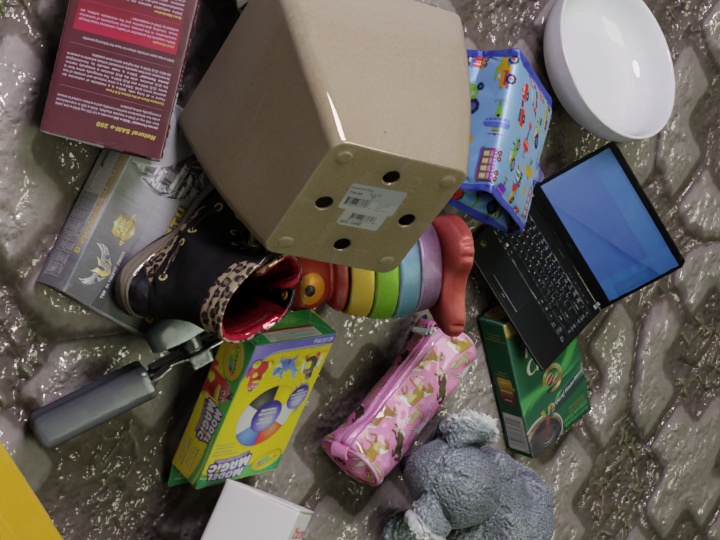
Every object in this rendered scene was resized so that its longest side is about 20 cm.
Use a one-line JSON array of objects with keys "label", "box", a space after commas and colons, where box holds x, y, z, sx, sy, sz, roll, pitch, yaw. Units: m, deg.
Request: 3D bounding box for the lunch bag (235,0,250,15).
[{"label": "lunch bag", "box": [-0.036, -0.262, 1.418, 0.117, 0.165, 0.200, -25, 143, 15]}]

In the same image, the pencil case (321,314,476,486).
[{"label": "pencil case", "box": [0.043, 0.143, 1.680, 0.087, 0.083, 0.200, 45, 69, -16]}]

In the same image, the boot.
[{"label": "boot", "box": [-0.107, -0.015, 1.368, 0.200, 0.150, 0.073, -40, 127, -28]}]

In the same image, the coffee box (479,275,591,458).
[{"label": "coffee box", "box": [0.214, 0.114, 1.862, 0.123, 0.044, 0.201, -34, 123, -33]}]

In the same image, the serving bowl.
[{"label": "serving bowl", "box": [0.278, -0.239, 1.784, 0.199, 0.066, 0.201, 15, 66, -39]}]

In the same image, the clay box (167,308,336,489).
[{"label": "clay box", "box": [-0.109, 0.136, 1.503, 0.115, 0.048, 0.201, -8, 128, -48]}]

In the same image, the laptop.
[{"label": "laptop", "box": [0.251, -0.016, 1.780, 0.200, 0.103, 0.178, -41, 104, -34]}]

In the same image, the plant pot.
[{"label": "plant pot", "box": [-0.017, -0.113, 1.328, 0.199, 0.178, 0.200, 11, 135, -32]}]

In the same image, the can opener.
[{"label": "can opener", "box": [-0.214, 0.089, 1.400, 0.199, 0.053, 0.067, -26, 102, -13]}]

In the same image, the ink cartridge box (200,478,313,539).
[{"label": "ink cartridge box", "box": [-0.128, 0.314, 1.516, 0.145, 0.084, 0.201, 76, 38, -80]}]

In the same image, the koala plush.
[{"label": "koala plush", "box": [0.113, 0.239, 1.671, 0.178, 0.183, 0.200, -60, 152, -15]}]

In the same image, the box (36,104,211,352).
[{"label": "box", "box": [-0.188, -0.043, 1.424, 0.158, 0.048, 0.201, 35, 77, -44]}]

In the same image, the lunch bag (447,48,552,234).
[{"label": "lunch bag", "box": [0.153, -0.130, 1.622, 0.200, 0.094, 0.151, 27, 73, -58]}]

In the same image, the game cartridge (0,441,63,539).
[{"label": "game cartridge", "box": [-0.366, 0.239, 1.350, 0.176, 0.032, 0.201, -43, 130, -27]}]

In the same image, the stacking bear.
[{"label": "stacking bear", "box": [0.000, 0.000, 1.553, 0.199, 0.114, 0.122, -3, 119, -15]}]

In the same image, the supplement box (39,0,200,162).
[{"label": "supplement box", "box": [-0.200, -0.204, 1.323, 0.108, 0.061, 0.201, 14, 92, -7]}]
